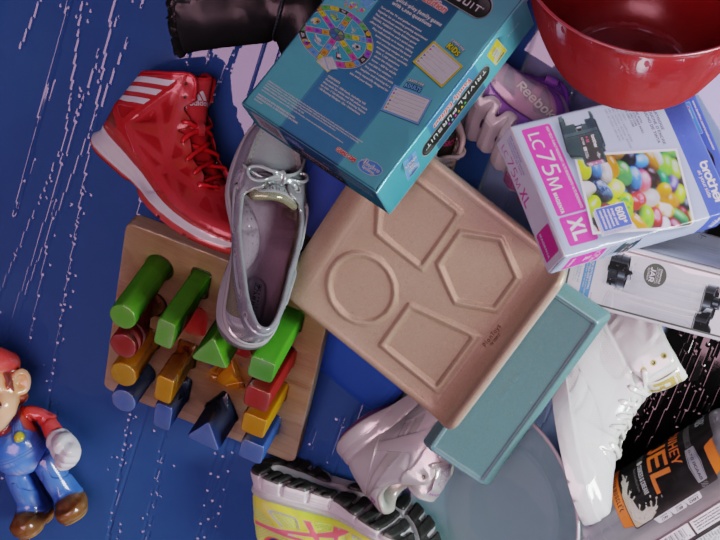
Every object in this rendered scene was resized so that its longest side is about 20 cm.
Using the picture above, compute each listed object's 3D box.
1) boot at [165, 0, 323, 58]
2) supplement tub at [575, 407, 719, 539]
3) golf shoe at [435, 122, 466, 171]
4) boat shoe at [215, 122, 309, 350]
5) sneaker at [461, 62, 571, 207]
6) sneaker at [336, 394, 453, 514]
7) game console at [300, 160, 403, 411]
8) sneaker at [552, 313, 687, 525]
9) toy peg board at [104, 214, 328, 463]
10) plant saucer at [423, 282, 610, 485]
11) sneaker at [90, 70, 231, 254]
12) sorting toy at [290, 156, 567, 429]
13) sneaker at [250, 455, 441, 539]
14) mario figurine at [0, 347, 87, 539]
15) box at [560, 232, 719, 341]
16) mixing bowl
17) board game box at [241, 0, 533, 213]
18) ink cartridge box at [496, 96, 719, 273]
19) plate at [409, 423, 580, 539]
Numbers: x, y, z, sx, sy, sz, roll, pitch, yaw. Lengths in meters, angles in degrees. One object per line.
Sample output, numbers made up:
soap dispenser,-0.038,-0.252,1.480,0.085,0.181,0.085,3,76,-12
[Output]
boot,-0.087,-0.207,1.620,0.161,0.073,0.201,0,97,11
supplement tub,0.294,0.201,1.607,0.199,0.123,0.123,-36,94,18
golf shoe,0.047,-0.086,1.578,0.088,0.077,0.202,4,103,52
boat shoe,-0.078,-0.036,1.575,0.074,0.065,0.204,16,71,-19
sneaker,0.130,-0.144,1.586,0.088,0.081,0.201,-32,73,-23
sneaker,0.073,0.144,1.653,0.199,0.075,0.100,-37,69,28
game console,0.000,0.000,1.682,0.199,0.118,0.171,39,79,1
sneaker,0.225,0.113,1.593,0.114,0.074,0.202,-9,70,13
toy peg board,-0.144,0.086,1.665,0.198,0.098,0.201,21,128,8
plant saucer,0.129,0.096,1.567,0.070,0.019,0.201,33,115,1
sneaker,-0.148,-0.107,1.639,0.199,0.078,0.116,38,107,21
sorting toy,0.053,0.005,1.559,0.200,0.036,0.186,40,116,11
sneaker,-0.015,0.245,1.720,0.198,0.078,0.091,20,111,23
mario figurine,-0.342,0.164,1.759,0.123,0.106,0.201,-31,106,-16
box,0.275,0.007,1.564,0.198,0.117,0.061,14,107,9
mixing bowl,0.224,-0.201,1.501,0.198,0.201,0.109,14,138,9
board game box,0.023,-0.169,1.520,0.150,0.047,0.201,34,81,25
ink cartridge box,0.222,-0.080,1.517,0.198,0.042,0.120,-14,73,-25
plate,0.124,0.220,1.668,0.199,0.025,0.203,2,92,44
